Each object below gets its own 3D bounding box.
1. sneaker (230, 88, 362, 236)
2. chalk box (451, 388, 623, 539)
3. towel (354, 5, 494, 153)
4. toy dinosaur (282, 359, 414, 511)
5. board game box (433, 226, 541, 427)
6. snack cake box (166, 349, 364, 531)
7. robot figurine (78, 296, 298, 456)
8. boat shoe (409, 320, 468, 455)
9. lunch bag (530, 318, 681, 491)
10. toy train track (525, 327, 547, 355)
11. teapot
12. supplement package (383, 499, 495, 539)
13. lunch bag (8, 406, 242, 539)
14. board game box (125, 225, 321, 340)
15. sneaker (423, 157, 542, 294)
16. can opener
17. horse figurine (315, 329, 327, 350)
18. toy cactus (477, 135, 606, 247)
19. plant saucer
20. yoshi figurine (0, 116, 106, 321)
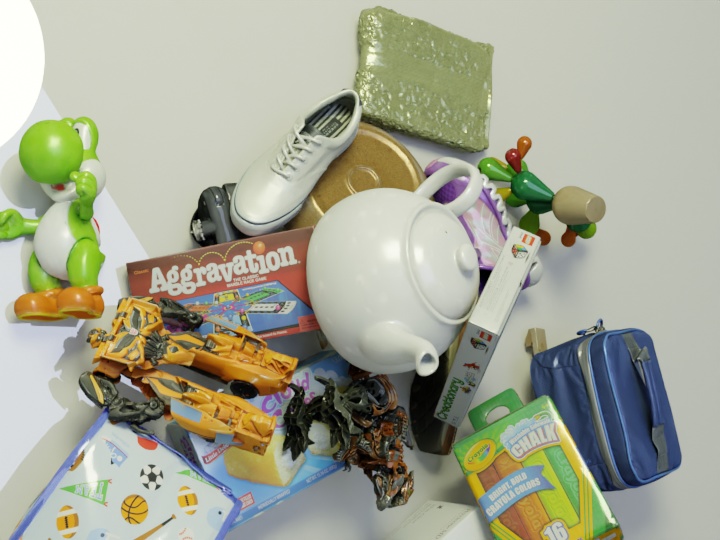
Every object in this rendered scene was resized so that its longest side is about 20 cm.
[{"bbox_3d":[-0.068,-0.122,1.046,0.072,0.071,0.201,32,60,7],"label":"sneaker"},{"bbox_3d":[0.186,0.225,1.100,0.124,0.124,0.202,-30,63,5],"label":"chalk box"},{"bbox_3d":[0.080,-0.229,1.216,0.197,0.036,0.151,11,79,-28],"label":"towel"},{"bbox_3d":[-0.006,0.146,1.026,0.134,0.102,0.202,-4,56,-43],"label":"toy dinosaur"},{"bbox_3d":[0.129,0.064,1.035,0.034,0.201,0.127,24,56,9],"label":"board game box"},{"bbox_3d":[-0.088,0.174,1.050,0.198,0.067,0.117,-24,95,-29],"label":"snack cake box"},{"bbox_3d":[-0.166,0.093,0.952,0.197,0.058,0.146,22,50,-6],"label":"robot figurine"},{"bbox_3d":[0.110,0.114,1.163,0.073,0.075,0.203,14,77,-29],"label":"boat shoe"},{"bbox_3d":[0.302,0.160,1.202,0.135,0.131,0.203,-4,79,-49],"label":"lunch bag"},{"bbox_3d":[0.224,0.174,1.236,0.114,0.032,0.203,11,69,-46],"label":"toy train track"},{"bbox_3d":[0.053,-0.001,0.986,0.196,0.145,0.203,-8,82,-53],"label":"teapot"},{"bbox_3d":[0.070,0.376,1.083,0.199,0.110,0.157,-35,100,-28],"label":"supplement package"},{"bbox_3d":[-0.227,0.253,0.923,0.169,0.124,0.201,35,73,-6],"label":"lunch bag"},{"bbox_3d":[-0.132,0.024,1.012,0.197,0.019,0.105,-11,91,4],"label":"board game box"},{"bbox_3d":[0.135,-0.040,1.193,0.088,0.080,0.201,-43,104,-26],"label":"sneaker"},{"bbox_3d":[-0.131,0.008,1.051,0.077,0.063,0.203,-11,89,-16],"label":"can opener"},{"bbox_3d":[0.000,0.000,1.129,0.198,0.050,0.134,-20,85,-24],"label":"horse figurine"},{"bbox_3d":[0.238,-0.088,1.208,0.199,0.164,0.103,39,81,-28],"label":"toy cactus"},{"bbox_3d":[-0.001,-0.092,1.119,0.197,0.035,0.203,9,62,-18],"label":"plant saucer"},{"bbox_3d":[-0.293,-0.057,0.952,0.111,0.112,0.204,4,78,-21],"label":"yoshi figurine"}]
